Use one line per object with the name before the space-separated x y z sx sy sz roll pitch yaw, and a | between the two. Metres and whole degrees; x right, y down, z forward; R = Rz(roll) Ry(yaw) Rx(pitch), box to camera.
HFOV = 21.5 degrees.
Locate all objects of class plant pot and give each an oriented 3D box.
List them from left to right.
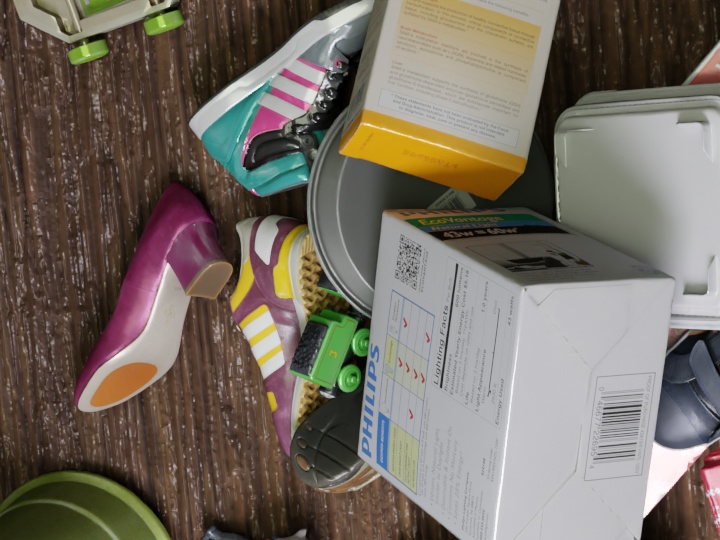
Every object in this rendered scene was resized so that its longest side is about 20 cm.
plant pot | -0.268 0.276 1.511 0.199 0.190 0.201 2 97 21

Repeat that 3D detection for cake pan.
cake pan | 0.060 -0.050 1.433 0.200 0.037 0.201 -1 94 -17

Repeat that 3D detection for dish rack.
dish rack | 0.202 -0.044 1.334 0.200 0.043 0.172 1 94 53

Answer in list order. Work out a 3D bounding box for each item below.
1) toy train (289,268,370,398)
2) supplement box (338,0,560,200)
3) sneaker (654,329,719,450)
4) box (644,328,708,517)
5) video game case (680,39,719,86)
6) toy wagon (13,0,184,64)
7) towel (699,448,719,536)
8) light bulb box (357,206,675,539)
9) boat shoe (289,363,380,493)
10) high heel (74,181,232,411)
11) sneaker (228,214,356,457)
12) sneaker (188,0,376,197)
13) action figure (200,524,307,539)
toy train | 0.000 0.000 1.463 0.042 0.056 0.200 14 81 49
supplement box | 0.070 -0.167 1.381 0.126 0.074 0.201 17 72 -9
sneaker | 0.275 0.060 1.328 0.200 0.079 0.078 -40 90 15
box | 0.234 0.085 1.431 0.095 0.103 0.200 40 106 3
video game case | 0.303 -0.064 1.359 0.200 0.017 0.143 42 108 9
toy wagon | -0.188 -0.259 1.499 0.199 0.040 0.156 -18 95 14
towel | 0.349 0.214 1.420 0.144 0.022 0.201 -17 97 13
light bulb box | 0.103 0.072 1.331 0.124 0.200 0.199 -2 107 -27
boat shoe | 0.033 0.103 1.494 0.200 0.074 0.076 -35 62 -3
high heel | -0.183 0.024 1.545 0.200 0.067 0.096 -52 51 29
sneaker | -0.059 0.052 1.512 0.090 0.075 0.201 16 113 37
sneaker | -0.027 -0.121 1.461 0.200 0.084 0.121 -35 86 23
action figure | -0.060 0.302 1.533 0.199 0.105 0.194 19 113 12
